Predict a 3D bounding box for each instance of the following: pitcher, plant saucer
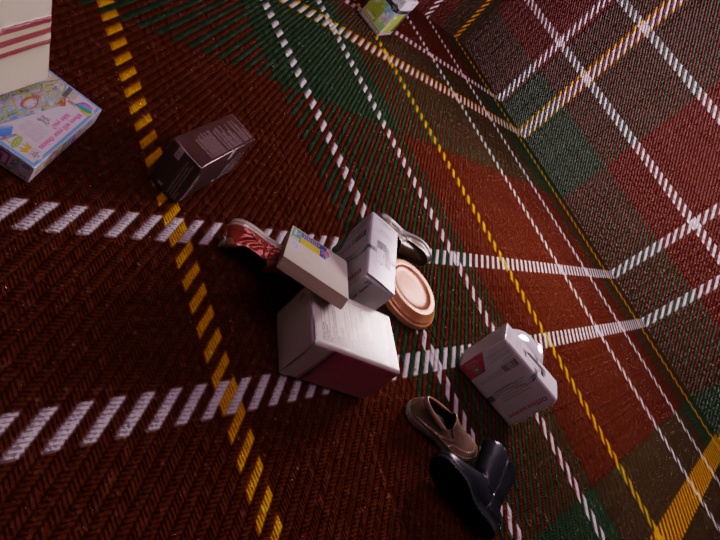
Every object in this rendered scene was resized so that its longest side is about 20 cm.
[{"bbox_3d":[0.433,0.255,1.461,0.199,0.119,0.175,28,52,-51],"label":"pitcher"},{"bbox_3d":[0.116,0.048,1.321,0.198,0.037,0.203,33,36,-28],"label":"plant saucer"}]

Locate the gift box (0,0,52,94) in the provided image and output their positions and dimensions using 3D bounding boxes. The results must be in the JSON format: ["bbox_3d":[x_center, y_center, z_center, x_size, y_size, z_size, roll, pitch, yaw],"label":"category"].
[{"bbox_3d":[-0.525,-0.337,0.706,0.197,0.187,0.188,25,36,3],"label":"gift box"}]

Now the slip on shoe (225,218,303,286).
[{"bbox_3d":[-0.167,-0.018,1.006,0.199,0.073,0.062,35,59,-28],"label":"slip on shoe"}]

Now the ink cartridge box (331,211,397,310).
[{"bbox_3d":[0.000,0.000,1.119,0.083,0.146,0.202,36,36,-23],"label":"ink cartridge box"}]

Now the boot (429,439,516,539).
[{"bbox_3d":[0.225,0.391,1.065,0.202,0.076,0.168,55,39,-8],"label":"boot"}]

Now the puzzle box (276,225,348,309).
[{"bbox_3d":[-0.081,-0.011,0.972,0.132,0.026,0.201,34,14,-12],"label":"puzzle box"}]

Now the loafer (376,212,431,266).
[{"bbox_3d":[0.100,-0.064,1.392,0.198,0.075,0.071,33,47,-19],"label":"loafer"}]

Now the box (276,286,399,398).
[{"bbox_3d":[-0.041,0.130,0.969,0.198,0.109,0.130,26,39,-34],"label":"box"}]

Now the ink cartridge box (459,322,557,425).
[{"bbox_3d":[0.363,0.256,1.325,0.201,0.146,0.083,49,30,-5],"label":"ink cartridge box"}]

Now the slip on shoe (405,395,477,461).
[{"bbox_3d":[0.180,0.321,1.105,0.199,0.060,0.077,42,33,-16],"label":"slip on shoe"}]

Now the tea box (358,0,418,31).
[{"bbox_3d":[0.127,-1.164,2.395,0.134,0.196,0.200,48,31,-4],"label":"tea box"}]

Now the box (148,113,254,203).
[{"bbox_3d":[-0.289,-0.213,1.005,0.075,0.100,0.200,46,32,-6],"label":"box"}]

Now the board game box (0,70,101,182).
[{"bbox_3d":[-0.503,-0.236,0.816,0.134,0.034,0.202,38,34,-21],"label":"board game box"}]
